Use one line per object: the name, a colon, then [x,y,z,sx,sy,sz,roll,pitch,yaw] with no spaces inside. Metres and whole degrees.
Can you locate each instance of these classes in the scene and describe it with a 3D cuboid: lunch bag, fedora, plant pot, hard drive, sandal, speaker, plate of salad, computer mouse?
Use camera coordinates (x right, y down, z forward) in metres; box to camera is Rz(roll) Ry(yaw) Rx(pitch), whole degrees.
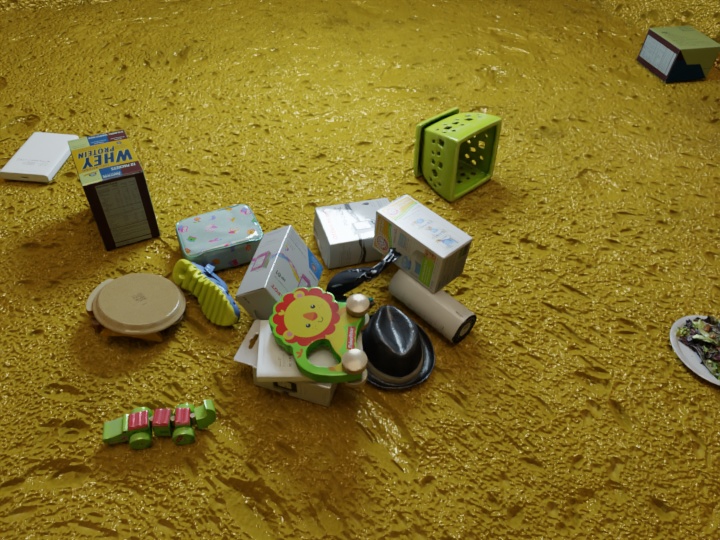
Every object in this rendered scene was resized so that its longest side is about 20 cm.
lunch bag: [-0.340,-0.081,1.333,0.200,0.077,0.160,-17,48,-20]
fedora: [0.068,0.143,1.132,0.200,0.092,0.201,3,45,-3]
plant pot: [0.265,-0.348,1.570,0.200,0.199,0.181,-30,49,-29]
hard drive: [-0.909,-0.325,1.554,0.132,0.026,0.200,5,45,0]
hard drive: [-0.096,0.154,1.058,0.200,0.026,0.132,1,47,-7]
sandal: [-0.327,0.043,1.216,0.200,0.080,0.087,45,25,22]
speaker: [0.157,0.073,1.219,0.081,0.081,0.200,-32,55,-31]
plate of salad: [0.788,0.170,1.197,0.200,0.048,0.200,2,45,-2]
computer mouse: [0.000,0.000,1.213,0.140,0.200,0.046,-38,96,-39]

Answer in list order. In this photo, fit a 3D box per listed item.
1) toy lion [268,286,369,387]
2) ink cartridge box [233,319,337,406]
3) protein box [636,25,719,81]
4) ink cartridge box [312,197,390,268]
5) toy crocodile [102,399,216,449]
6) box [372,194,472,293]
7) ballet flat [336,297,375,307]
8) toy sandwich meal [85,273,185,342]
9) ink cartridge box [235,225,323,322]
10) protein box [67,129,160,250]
toy lion: [-0.080,0.117,1.035,0.191,0.069,0.200,1,50,2]
ink cartridge box: [-0.138,0.182,1.095,0.200,0.067,0.116,15,47,9]
protein box: [1.278,-0.875,2.200,0.198,0.135,0.200,-8,47,-12]
ink cartridge box: [-0.006,-0.096,1.370,0.200,0.083,0.145,-10,48,-16]
toy crocodile: [-0.363,0.275,0.988,0.200,0.062,0.068,-5,46,-8]
box: [0.132,-0.063,1.218,0.101,0.113,0.200,-32,57,-32]
ballet flat: [-0.052,0.096,1.173,0.200,0.073,0.068,-1,2,-43]
toy sandwich meal: [-0.480,0.083,1.172,0.205,0.070,0.205,10,38,-8]
ink cartridge box: [-0.169,0.025,1.182,0.085,0.145,0.200,-15,39,28]
protein box: [-0.603,-0.199,1.341,0.135,0.200,0.199,-19,50,-22]
